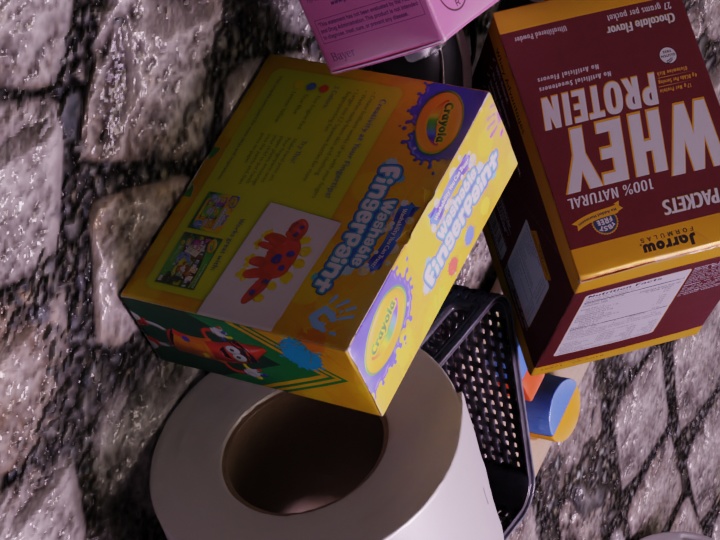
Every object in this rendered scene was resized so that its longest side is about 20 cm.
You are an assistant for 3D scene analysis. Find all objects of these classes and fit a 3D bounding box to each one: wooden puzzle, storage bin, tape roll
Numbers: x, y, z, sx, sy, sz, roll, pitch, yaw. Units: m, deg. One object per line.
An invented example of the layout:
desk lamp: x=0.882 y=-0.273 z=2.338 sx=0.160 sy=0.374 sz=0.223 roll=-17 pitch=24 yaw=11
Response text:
wooden puzzle: x=0.155 y=0.054 z=1.857 sx=0.186 sy=0.046 sz=0.200 roll=-62 pitch=147 yaw=-27
storage bin: x=0.047 y=0.118 z=1.650 sx=0.135 sy=0.093 sz=0.201 roll=-47 pitch=137 yaw=-42
tape roll: x=-0.019 y=0.155 z=1.443 sx=0.203 sy=0.201 sz=0.140 roll=-55 pitch=143 yaw=-34

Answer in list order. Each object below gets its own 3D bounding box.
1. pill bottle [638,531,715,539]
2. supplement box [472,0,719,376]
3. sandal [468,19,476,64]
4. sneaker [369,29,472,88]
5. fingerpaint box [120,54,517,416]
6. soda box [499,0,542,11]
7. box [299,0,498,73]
pill bottle: x=0.298 y=0.355 z=2.146 sx=0.112 sy=0.111 sz=0.201 roll=-40 pitch=133 yaw=-46
supplement box: x=0.165 y=-0.063 z=1.589 sx=0.200 sy=0.132 sz=0.199 roll=106 pitch=-31 yaw=-69
sandal: x=0.054 y=-0.180 z=1.600 sx=0.076 sy=0.043 sz=0.202 roll=-27 pitch=124 yaw=-54
sneaker: x=0.011 y=-0.163 z=1.517 sx=0.106 sy=0.074 sz=0.202 roll=-27 pitch=114 yaw=-48
fingerpaint box: x=-0.022 y=-0.025 z=1.406 sx=0.201 sy=0.166 sz=0.074 roll=-61 pitch=146 yaw=-28
soda box: x=0.180 y=-0.183 z=1.796 sx=0.200 sy=0.063 sz=0.071 roll=38 pitch=68 yaw=-57
box: x=0.023 y=-0.252 z=1.402 sx=0.176 sy=0.096 sz=0.201 roll=-39 pitch=110 yaw=-45
